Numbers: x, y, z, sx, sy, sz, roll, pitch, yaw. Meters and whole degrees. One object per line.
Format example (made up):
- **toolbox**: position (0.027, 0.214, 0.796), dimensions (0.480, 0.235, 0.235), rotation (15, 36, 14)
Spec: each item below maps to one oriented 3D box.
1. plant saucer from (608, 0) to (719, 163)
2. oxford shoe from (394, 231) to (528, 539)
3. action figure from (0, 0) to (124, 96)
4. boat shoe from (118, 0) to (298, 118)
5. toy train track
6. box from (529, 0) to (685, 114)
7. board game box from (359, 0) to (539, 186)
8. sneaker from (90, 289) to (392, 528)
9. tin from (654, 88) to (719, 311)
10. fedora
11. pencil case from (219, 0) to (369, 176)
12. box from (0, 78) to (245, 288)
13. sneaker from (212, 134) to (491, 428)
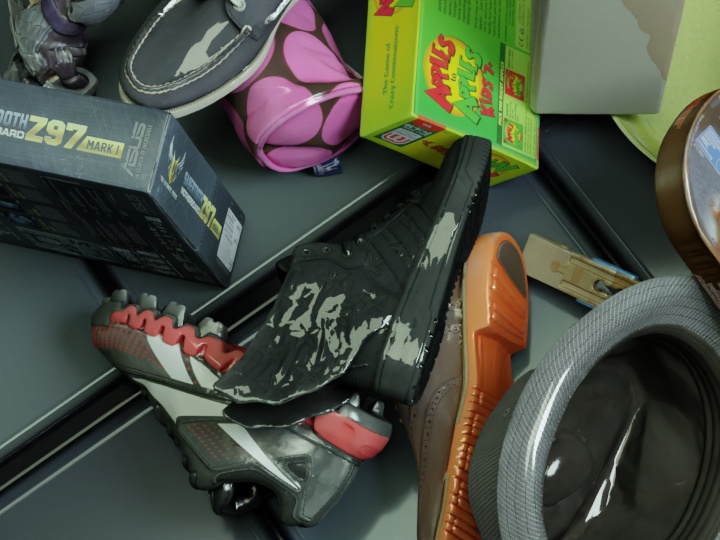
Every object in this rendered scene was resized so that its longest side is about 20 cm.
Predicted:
- **plant saucer**: position (0.235, -0.132, 1.397), dimensions (0.198, 0.031, 0.202), rotation (-3, 69, 8)
- **oxford shoe**: position (0.048, 0.078, 1.335), dimensions (0.072, 0.071, 0.202), rotation (-5, 63, 28)
- **action figure**: position (-0.169, -0.165, 1.409), dimensions (0.200, 0.069, 0.131), rotation (-48, 59, 35)
- **boat shoe**: position (-0.065, -0.168, 1.339), dimensions (0.200, 0.063, 0.073), rotation (-43, 66, -13)
- **toy train track**: position (0.182, 0.028, 1.342), dimensions (0.199, 0.032, 0.116), rotation (25, 100, 23)
- **box**: position (0.135, -0.167, 1.297), dimensions (0.077, 0.200, 0.096), rotation (1, 71, 2)
- **board game box**: position (0.057, -0.161, 1.393), dimensions (0.047, 0.101, 0.202), rotation (-19, 60, 46)
- **sneaker**: position (-0.082, 0.081, 1.340), dimensions (0.199, 0.071, 0.098), rotation (26, 89, 26)
- **tin**: position (0.234, -0.010, 1.262), dimensions (0.112, 0.042, 0.201), rotation (-41, 101, -22)
- **fedora**: position (0.131, 0.099, 1.276), dimensions (0.090, 0.177, 0.200), rotation (4, 50, 54)
- **pencil case**: position (-0.062, -0.154, 1.418), dimensions (0.093, 0.091, 0.201), rotation (-21, 65, -18)
- **box**: position (-0.161, -0.051, 1.333), dimensions (0.156, 0.200, 0.051), rotation (11, 76, 13)
- **sneaker**: position (0.000, 0.001, 1.295), dimensions (0.103, 0.060, 0.201), rotation (14, 62, 11)
